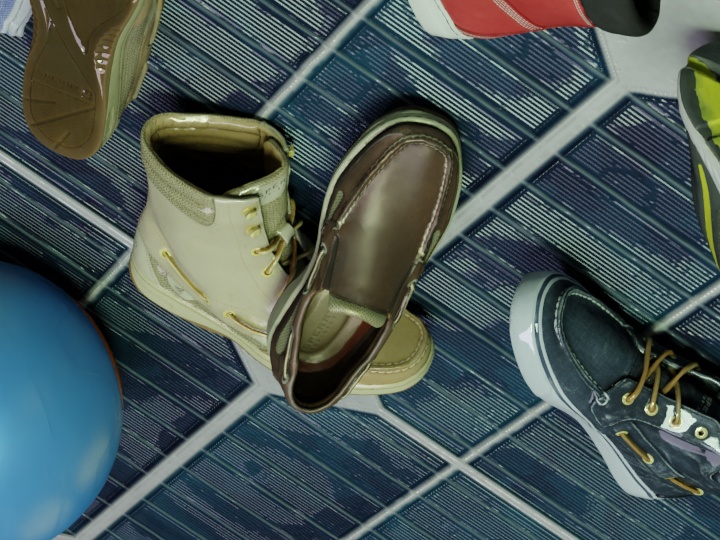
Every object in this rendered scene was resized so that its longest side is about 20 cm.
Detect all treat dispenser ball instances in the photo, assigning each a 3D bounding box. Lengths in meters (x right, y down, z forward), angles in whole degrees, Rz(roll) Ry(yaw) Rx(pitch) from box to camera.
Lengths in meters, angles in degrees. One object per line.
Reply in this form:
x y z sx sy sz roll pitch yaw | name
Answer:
-0.257 0.093 1.930 0.200 0.201 0.201 20 148 13 | treat dispenser ball

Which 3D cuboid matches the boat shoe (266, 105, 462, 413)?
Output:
0.006 0.002 1.648 0.074 0.075 0.203 15 128 -13 | boat shoe

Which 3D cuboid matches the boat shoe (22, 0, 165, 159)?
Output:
-0.143 -0.154 1.609 0.071 0.065 0.200 30 134 11 | boat shoe

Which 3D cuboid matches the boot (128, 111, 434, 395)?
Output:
-0.044 -0.012 1.735 0.200 0.073 0.156 26 148 10 | boot

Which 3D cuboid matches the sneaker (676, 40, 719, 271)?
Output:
0.208 -0.015 1.445 0.074 0.201 0.085 -11 156 2 | sneaker

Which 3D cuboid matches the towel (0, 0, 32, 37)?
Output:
-0.256 -0.219 1.642 0.200 0.024 0.147 33 148 -6 | towel

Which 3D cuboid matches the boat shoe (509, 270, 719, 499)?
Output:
0.167 0.066 1.685 0.091 0.071 0.200 0 146 37 | boat shoe

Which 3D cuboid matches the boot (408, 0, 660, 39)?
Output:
0.069 -0.183 1.394 0.144 0.073 0.200 5 150 33 | boot
